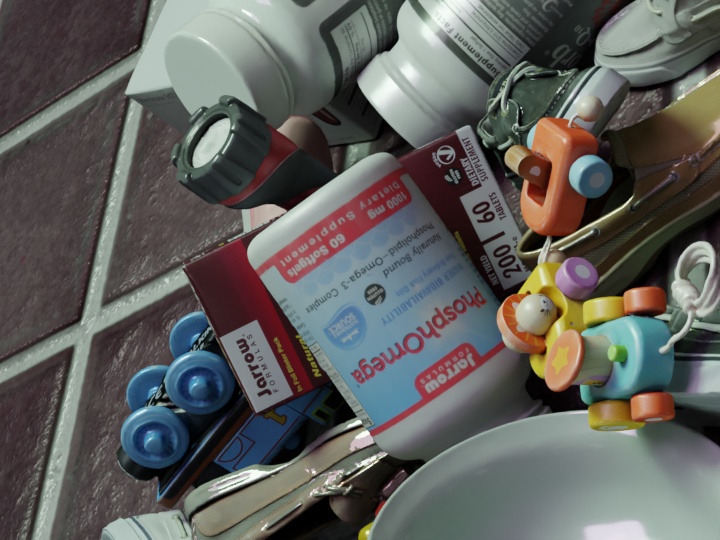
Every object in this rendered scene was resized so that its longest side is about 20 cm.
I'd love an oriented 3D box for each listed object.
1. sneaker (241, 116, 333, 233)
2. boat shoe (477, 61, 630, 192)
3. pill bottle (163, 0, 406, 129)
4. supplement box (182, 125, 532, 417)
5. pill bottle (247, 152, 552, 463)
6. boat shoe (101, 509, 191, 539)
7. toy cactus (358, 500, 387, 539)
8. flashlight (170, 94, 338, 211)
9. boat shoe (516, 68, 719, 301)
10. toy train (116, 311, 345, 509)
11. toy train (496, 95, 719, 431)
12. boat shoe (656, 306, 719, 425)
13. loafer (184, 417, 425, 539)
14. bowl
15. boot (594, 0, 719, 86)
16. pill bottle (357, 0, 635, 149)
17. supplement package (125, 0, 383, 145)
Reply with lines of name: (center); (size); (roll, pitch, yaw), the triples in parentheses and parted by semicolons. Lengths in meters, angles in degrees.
sneaker: (-0.037, -0.024, 1.502); (0.105, 0.075, 0.200); (-15, 57, 51)
boat shoe: (0.107, -0.092, 1.302); (0.072, 0.071, 0.200); (-50, 0, -14)
pill bottle: (-0.035, -0.179, 1.474); (0.200, 0.113, 0.113); (-41, 25, -27)
supplement box: (0.000, 0.000, 1.325); (0.200, 0.109, 0.061); (-27, 2, -3)
pill bottle: (0.030, 0.038, 1.238); (0.109, 0.200, 0.109); (-36, -1, 0)
boat shoe: (-0.104, 0.216, 1.377); (0.067, 0.074, 0.200); (-22, 42, -19)
toy cactus: (0.011, 0.222, 1.182); (0.200, 0.102, 0.165); (-66, 18, -16)
flashlight: (-0.031, -0.038, 1.392); (0.068, 0.200, 0.068); (-46, 34, 13)
boat shoe: (0.176, -0.062, 1.262); (0.200, 0.076, 0.072); (-48, 33, 11)
toy train: (-0.078, 0.078, 1.414); (0.200, 0.114, 0.087); (-51, 17, 20)
toy train: (0.116, -0.001, 1.140); (0.200, 0.056, 0.150); (-126, 45, -56)
boat shoe: (0.202, 0.045, 1.123); (0.200, 0.072, 0.071); (4, 68, 56)
loafer: (-0.020, 0.144, 1.332); (0.200, 0.072, 0.063); (-24, 57, 22)
bowl: (0.109, 0.166, 1.098); (0.201, 0.090, 0.201); (-12, 30, 7)
boot: (0.206, -0.186, 1.317); (0.200, 0.096, 0.074); (-24, 44, 39)
pill bottle: (0.098, -0.171, 1.426); (0.200, 0.116, 0.116); (-47, 33, 13)
supplement package: (-0.062, -0.185, 1.648); (0.200, 0.111, 0.156); (-5, 57, 51)
